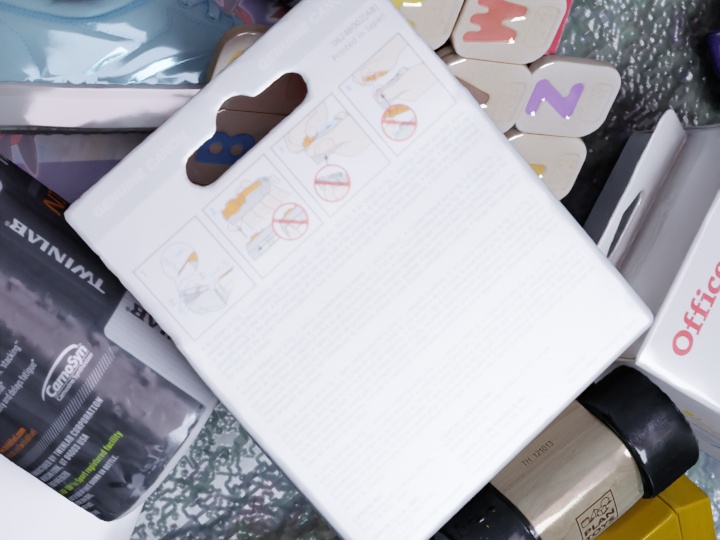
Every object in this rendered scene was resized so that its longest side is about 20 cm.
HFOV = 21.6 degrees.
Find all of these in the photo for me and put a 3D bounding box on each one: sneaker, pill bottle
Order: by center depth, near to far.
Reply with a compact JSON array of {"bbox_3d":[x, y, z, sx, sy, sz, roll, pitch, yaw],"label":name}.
[{"bbox_3d":[-0.158,0.011,0.807,0.200,0.106,0.106,36,80,-13],"label":"pill bottle"},{"bbox_3d":[-0.078,-0.102,0.834,0.199,0.074,0.082,-2,94,-21],"label":"sneaker"}]

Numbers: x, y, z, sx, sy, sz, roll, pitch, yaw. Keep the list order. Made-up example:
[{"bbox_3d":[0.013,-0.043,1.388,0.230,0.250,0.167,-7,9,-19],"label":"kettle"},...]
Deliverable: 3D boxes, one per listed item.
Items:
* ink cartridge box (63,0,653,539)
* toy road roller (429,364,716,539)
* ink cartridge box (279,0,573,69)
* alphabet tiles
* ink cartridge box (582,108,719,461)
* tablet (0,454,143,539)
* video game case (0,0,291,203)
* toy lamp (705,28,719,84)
[{"bbox_3d":[0.000,0.000,0.781,0.160,0.047,0.200,-42,99,-6],"label":"ink cartridge box"},{"bbox_3d":[0.079,0.109,0.909,0.123,0.146,0.200,-37,139,-14],"label":"toy road roller"},{"bbox_3d":[0.008,-0.190,0.862,0.199,0.084,0.145,27,69,-19],"label":"ink cartridge box"},{"bbox_3d":[0.015,-0.048,0.838,0.195,0.015,0.201,3,129,-26],"label":"alphabet tiles"},{"bbox_3d":[0.190,0.019,0.926,0.200,0.125,0.129,31,81,-17],"label":"ink cartridge box"},{"bbox_3d":[-0.194,0.084,0.853,0.199,0.014,0.131,24,83,-19],"label":"tablet"},{"bbox_3d":[-0.082,-0.096,0.882,0.182,0.023,0.201,32,81,-17],"label":"video game case"},{"bbox_3d":[0.198,-0.176,0.961,0.058,0.058,0.201,-7,94,-19],"label":"toy lamp"}]
